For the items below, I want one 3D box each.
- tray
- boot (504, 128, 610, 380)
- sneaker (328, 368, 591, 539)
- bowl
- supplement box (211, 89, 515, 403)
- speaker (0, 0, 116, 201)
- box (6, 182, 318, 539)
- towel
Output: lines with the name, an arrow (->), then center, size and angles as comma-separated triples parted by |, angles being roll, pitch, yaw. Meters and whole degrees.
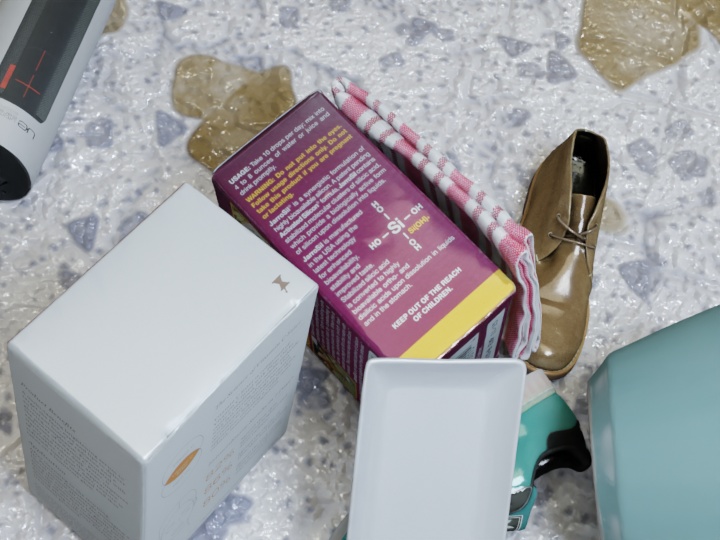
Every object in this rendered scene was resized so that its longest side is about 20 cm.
tray -> 0.041, 0.148, 0.850 | 0.106, 0.203, 0.022 | 1, 15, -16
boot -> 0.148, -0.018, 1.014 | 0.073, 0.076, 0.202 | 15, 60, -5
sneaker -> 0.070, 0.148, 0.900 | 0.199, 0.072, 0.080 | -33, 74, -20
bowl -> 0.203, 0.123, 0.884 | 0.103, 0.202, 0.203 | -4, 57, 11
supplement box -> 0.000, 0.000, 0.936 | 0.103, 0.131, 0.200 | -39, 72, -15
speaker -> -0.251, -0.152, 1.027 | 0.080, 0.082, 0.202 | 16, 57, 1
box -> -0.121, 0.075, 0.836 | 0.106, 0.201, 0.152 | 37, 59, 14
towel -> 0.051, -0.036, 0.951 | 0.030, 0.147, 0.200 | -39, 61, -14
